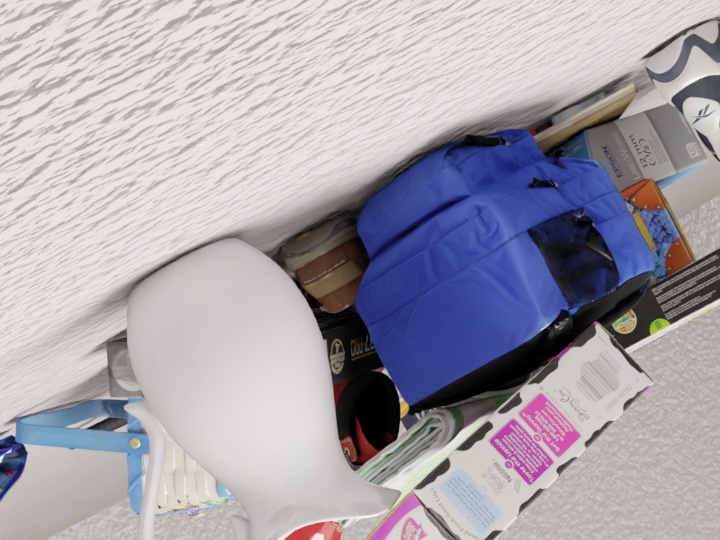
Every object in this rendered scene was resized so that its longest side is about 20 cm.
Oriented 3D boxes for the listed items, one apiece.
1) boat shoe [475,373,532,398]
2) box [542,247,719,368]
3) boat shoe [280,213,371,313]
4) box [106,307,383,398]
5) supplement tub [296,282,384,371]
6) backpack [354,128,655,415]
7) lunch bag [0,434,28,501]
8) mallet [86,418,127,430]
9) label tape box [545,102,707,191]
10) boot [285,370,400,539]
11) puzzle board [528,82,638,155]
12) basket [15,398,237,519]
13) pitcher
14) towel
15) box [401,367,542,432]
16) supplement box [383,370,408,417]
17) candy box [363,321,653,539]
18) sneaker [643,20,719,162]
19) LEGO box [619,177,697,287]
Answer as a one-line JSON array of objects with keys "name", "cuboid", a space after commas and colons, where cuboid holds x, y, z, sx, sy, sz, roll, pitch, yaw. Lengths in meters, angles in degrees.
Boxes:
[{"name": "boat shoe", "cuboid": [0.074, 0.036, 1.449, 0.074, 0.067, 0.199, -12, -155, -14]}, {"name": "box", "cuboid": [0.240, 0.025, 1.407, 0.199, 0.035, 0.110, -31, 171, 26]}, {"name": "boat shoe", "cuboid": [0.000, 0.000, 1.401, 0.075, 0.072, 0.200, -30, 174, 21]}, {"name": "box", "cuboid": [-0.076, 0.060, 1.403, 0.160, 0.049, 0.200, 0, -174, 22]}, {"name": "supplement tub", "cuboid": [-0.063, 0.079, 1.643, 0.107, 0.107, 0.200, -23, 173, -44]}, {"name": "backpack", "cuboid": [0.110, -0.013, 1.307, 0.162, 0.169, 0.200, -26, 173, 38]}, {"name": "lunch bag", "cuboid": [-0.363, 0.208, 1.505, 0.150, 0.094, 0.200, -33, -178, 22]}, {"name": "mallet", "cuboid": [-0.204, 0.130, 1.782, 0.199, 0.041, 0.066, -25, 176, 8]}, {"name": "label tape box", "cuboid": [0.173, -0.068, 1.528, 0.199, 0.066, 0.143, -17, 169, -44]}, {"name": "boot", "cuboid": [-0.024, 0.174, 1.446, 0.072, 0.201, 0.144, 13, 177, -21]}, {"name": "puzzle board", "cuboid": [0.125, -0.091, 1.483, 0.199, 0.017, 0.151, -28, 175, -1]}, {"name": "basket", "cuboid": [-0.168, 0.133, 1.541, 0.199, 0.140, 0.176, 8, -173, 18]}, {"name": "pitcher", "cuboid": [-0.091, 0.097, 1.179, 0.171, 0.201, 0.121, -27, 174, -7]}, {"name": "towel", "cuboid": [0.082, 0.138, 1.390, 0.199, 0.031, 0.149, -5, 151, -48]}, {"name": "box", "cuboid": [0.111, 0.054, 1.773, 0.117, 0.197, 0.200, -23, 172, -46]}, {"name": "supplement box", "cuboid": [0.061, 0.067, 1.659, 0.066, 0.069, 0.200, -30, 169, -48]}, {"name": "candy box", "cuboid": [0.090, 0.135, 1.219, 0.200, 0.061, 0.136, -39, 171, -35]}, {"name": "sneaker", "cuboid": [0.314, -0.135, 1.418, 0.079, 0.130, 0.199, -32, 174, 40]}, {"name": "LEGO box", "cuboid": [0.195, -0.002, 1.502, 0.148, 0.078, 0.200, -28, 173, 10]}]
